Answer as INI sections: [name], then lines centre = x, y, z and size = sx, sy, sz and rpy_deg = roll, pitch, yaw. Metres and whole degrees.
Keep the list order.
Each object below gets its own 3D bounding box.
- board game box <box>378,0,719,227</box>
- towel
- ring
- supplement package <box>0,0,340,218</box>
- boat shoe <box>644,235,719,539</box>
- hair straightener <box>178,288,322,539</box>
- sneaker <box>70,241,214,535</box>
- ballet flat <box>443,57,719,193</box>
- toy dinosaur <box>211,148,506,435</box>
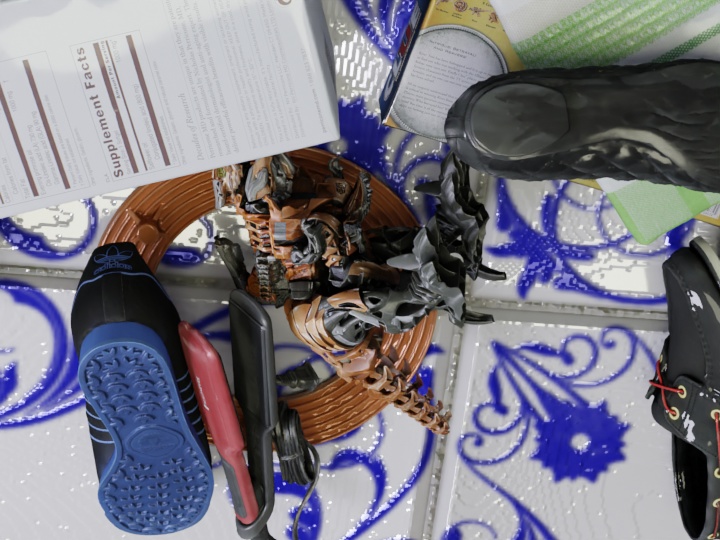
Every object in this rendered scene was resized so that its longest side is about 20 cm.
[board game box]
centre = 0.125, -0.114, 1.027
size = 0.198, 0.035, 0.136
rpy_deg = 16, 117, -12
[towel]
centre = 0.159, -0.123, 0.993
size = 0.148, 0.031, 0.201
rpy_deg = -27, 119, 13
[ring]
centre = -0.054, 0.021, 1.099
size = 0.198, 0.019, 0.202
rpy_deg = -2, 118, -3
[supplement package]
centre = -0.119, -0.113, 0.967
size = 0.198, 0.114, 0.110
rpy_deg = -12, 118, 5
[boat shoe]
centre = 0.198, 0.074, 1.112
size = 0.063, 0.074, 0.203
rpy_deg = -18, 123, -3
[hair straightener]
centre = -0.045, 0.088, 1.082
size = 0.077, 0.041, 0.201
rpy_deg = -34, 133, -23
[sneaker]
centre = -0.119, 0.069, 1.078
size = 0.069, 0.078, 0.201
rpy_deg = -4, 141, -3
[ballet flat]
centre = 0.139, -0.075, 0.984
size = 0.198, 0.057, 0.067
rpy_deg = 3, 94, -11
[toy dinosaur]
centre = 0.000, 0.000, 1.046
size = 0.135, 0.103, 0.200
rpy_deg = -19, 138, 24
